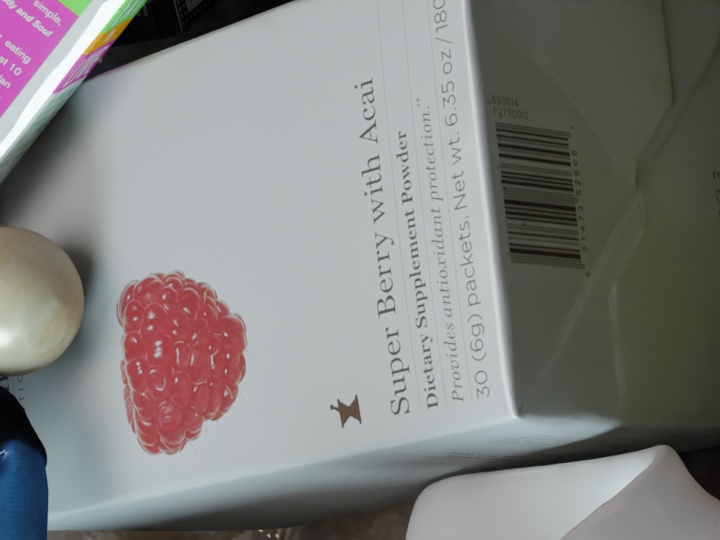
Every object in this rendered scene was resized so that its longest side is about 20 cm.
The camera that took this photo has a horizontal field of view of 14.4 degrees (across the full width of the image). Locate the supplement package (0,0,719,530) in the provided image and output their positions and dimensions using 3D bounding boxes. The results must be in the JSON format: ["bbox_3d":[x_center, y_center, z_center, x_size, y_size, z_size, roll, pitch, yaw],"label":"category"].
[{"bbox_3d":[0.000,0.000,0.773,0.200,0.119,0.122,-16,76,43],"label":"supplement package"}]

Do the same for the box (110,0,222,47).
[{"bbox_3d":[-0.138,-0.153,0.800,0.160,0.044,0.201,-8,109,22],"label":"box"}]

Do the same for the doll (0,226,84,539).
[{"bbox_3d":[-0.138,0.074,0.758,0.136,0.048,0.200,37,99,33],"label":"doll"}]

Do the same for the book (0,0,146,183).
[{"bbox_3d":[-0.153,-0.061,0.775,0.134,0.048,0.200,43,113,1],"label":"book"}]

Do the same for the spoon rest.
[{"bbox_3d":[0.057,0.081,0.692,0.099,0.200,0.061,42,78,4],"label":"spoon rest"}]
